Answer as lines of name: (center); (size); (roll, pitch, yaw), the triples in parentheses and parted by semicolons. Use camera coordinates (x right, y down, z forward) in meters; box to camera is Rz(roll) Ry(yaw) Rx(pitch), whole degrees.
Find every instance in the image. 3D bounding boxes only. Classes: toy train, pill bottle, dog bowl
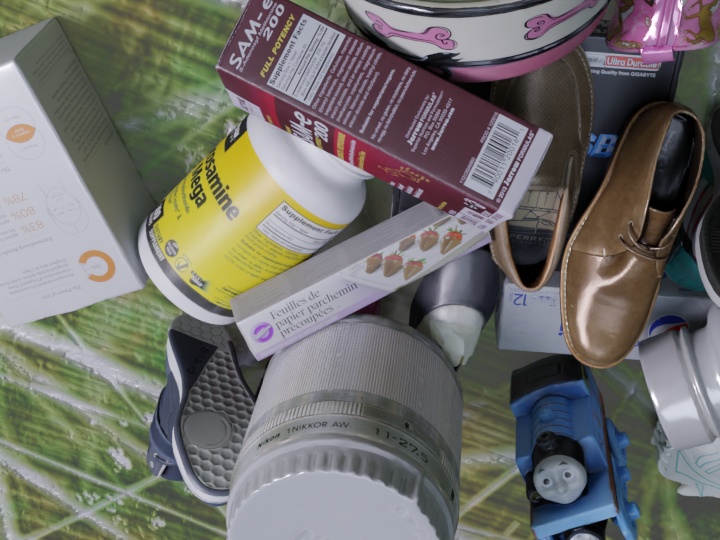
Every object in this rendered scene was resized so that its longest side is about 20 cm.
toy train: (0.174, 0.154, 0.869); (0.087, 0.200, 0.114); (-23, 107, 18)
pill bottle: (0.318, 0.064, 0.770); (0.200, 0.114, 0.114); (-20, 119, 20)
pill bottle: (-0.070, -0.057, 0.800); (0.112, 0.112, 0.200); (40, 116, -19)
dog bowl: (0.074, -0.200, 0.660); (0.200, 0.200, 0.074); (-4, 142, 7)

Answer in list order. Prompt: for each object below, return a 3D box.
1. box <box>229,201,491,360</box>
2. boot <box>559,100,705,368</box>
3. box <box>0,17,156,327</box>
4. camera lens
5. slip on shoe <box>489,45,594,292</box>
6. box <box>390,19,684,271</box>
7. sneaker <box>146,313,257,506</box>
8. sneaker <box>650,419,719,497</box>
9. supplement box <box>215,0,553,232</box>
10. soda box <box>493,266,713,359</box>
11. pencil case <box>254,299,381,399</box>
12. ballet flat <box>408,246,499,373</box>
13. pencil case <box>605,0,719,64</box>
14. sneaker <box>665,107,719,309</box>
box: (0.000, 0.000, 0.782); (0.200, 0.041, 0.039); (-28, 120, -3)
boot: (0.191, -0.022, 0.731); (0.074, 0.075, 0.200); (14, 100, -1)
box: (-0.256, -0.073, 0.812); (0.124, 0.098, 0.200); (-16, 119, 13)
camera lens: (-0.007, 0.138, 0.759); (0.160, 0.200, 0.160); (3, 119, 5)
slip on shoe: (0.126, -0.077, 0.747); (0.076, 0.061, 0.200); (5, 123, 0)
box: (0.127, -0.096, 0.800); (0.200, 0.050, 0.199); (5, 123, 0)
sneaker: (-0.136, 0.154, 0.891); (0.077, 0.202, 0.146); (4, 125, -18)
sneaker: (0.292, 0.150, 0.916); (0.080, 0.070, 0.200); (-16, 133, 24)
supplement box: (0.013, -0.098, 0.667); (0.200, 0.109, 0.061); (27, 87, 1)
soda box: (0.214, 0.029, 0.862); (0.200, 0.063, 0.068); (4, 122, 2)
pencil case: (-0.043, 0.094, 0.904); (0.091, 0.094, 0.200); (14, 121, -6)
ballet flat: (0.067, 0.062, 0.862); (0.073, 0.073, 0.200); (17, 138, -6)
pencil case: (0.202, -0.239, 0.670); (0.086, 0.083, 0.200); (-20, 121, -29)
sneaker: (0.263, -0.017, 0.763); (0.084, 0.200, 0.121); (14, 138, 7)
